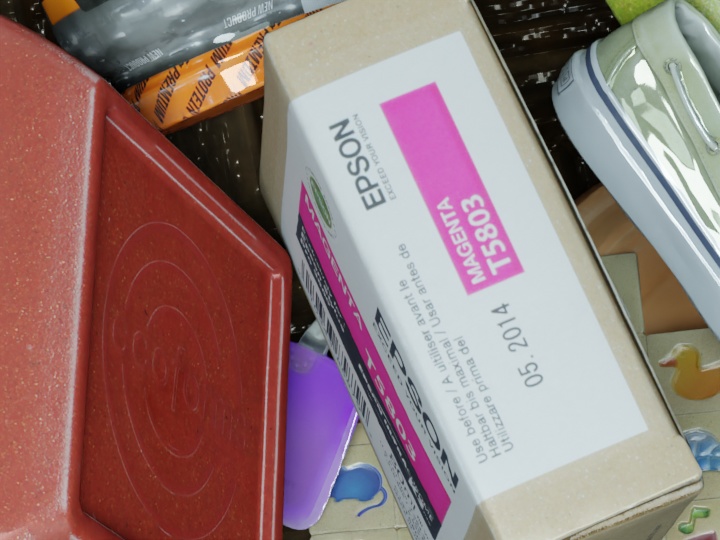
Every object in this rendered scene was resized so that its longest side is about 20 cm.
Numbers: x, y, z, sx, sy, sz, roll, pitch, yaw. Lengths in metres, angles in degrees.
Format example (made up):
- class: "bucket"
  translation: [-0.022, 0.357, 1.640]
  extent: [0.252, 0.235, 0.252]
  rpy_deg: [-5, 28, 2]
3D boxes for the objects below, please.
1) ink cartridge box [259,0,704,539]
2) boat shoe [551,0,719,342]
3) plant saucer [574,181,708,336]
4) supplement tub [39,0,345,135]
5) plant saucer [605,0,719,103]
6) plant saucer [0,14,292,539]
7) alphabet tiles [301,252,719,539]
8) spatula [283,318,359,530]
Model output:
- class: "ink cartridge box"
  translation: [0.034, 0.017, 1.034]
  extent: [0.075, 0.165, 0.200]
  rpy_deg: [-22, 75, -8]
- class: "boat shoe"
  translation: [0.154, -0.012, 1.111]
  extent: [0.200, 0.062, 0.072]
  rpy_deg: [48, 34, -5]
- class: "plant saucer"
  translation: [0.148, 0.050, 1.167]
  extent: [0.200, 0.032, 0.201]
  rpy_deg: [1, 87, -13]
- class: "supplement tub"
  translation: [-0.075, -0.156, 1.081]
  extent: [0.122, 0.123, 0.200]
  rpy_deg: [-23, 91, -14]
- class: "plant saucer"
  translation: [0.174, -0.165, 1.163]
  extent: [0.200, 0.048, 0.200]
  rpy_deg: [-33, 94, -22]
- class: "plant saucer"
  translation: [-0.073, 0.039, 1.014]
  extent: [0.037, 0.200, 0.200]
  rpy_deg: [-9, 64, 21]
- class: "alphabet tiles"
  translation: [0.063, 0.092, 1.109]
  extent: [0.166, 0.006, 0.200]
  rpy_deg: [-6, 69, 7]
- class: "spatula"
  translation: [0.000, 0.000, 1.137]
  extent: [0.056, 0.021, 0.200]
  rpy_deg: [22, 74, 17]
